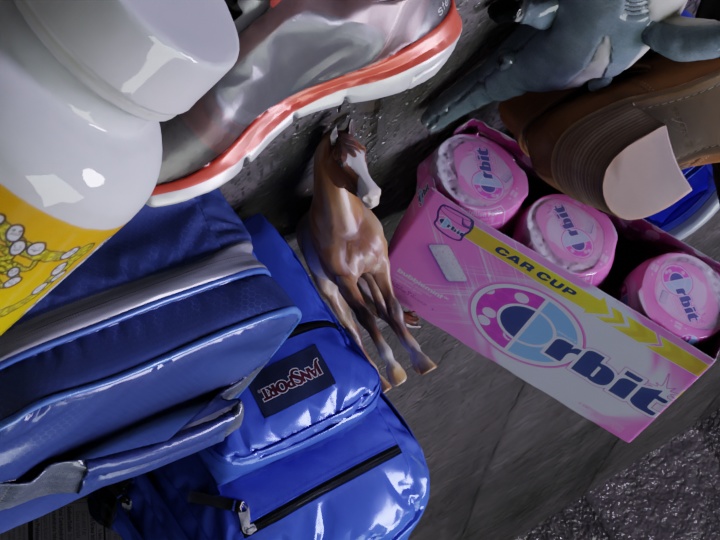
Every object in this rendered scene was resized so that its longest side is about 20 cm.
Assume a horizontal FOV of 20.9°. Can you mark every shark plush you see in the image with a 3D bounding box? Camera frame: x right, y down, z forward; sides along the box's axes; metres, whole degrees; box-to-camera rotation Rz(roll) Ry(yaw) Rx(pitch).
[{"bbox_3d":[0.100,-0.137,1.000,0.083,0.092,0.199,9,160,-40],"label":"shark plush"}]

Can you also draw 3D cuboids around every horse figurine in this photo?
[{"bbox_3d":[0.000,0.000,1.070,0.050,0.134,0.200,-25,176,-3],"label":"horse figurine"}]

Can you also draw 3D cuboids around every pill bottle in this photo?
[{"bbox_3d":[-0.137,-0.037,0.649,0.200,0.113,0.113,-39,164,21],"label":"pill bottle"}]

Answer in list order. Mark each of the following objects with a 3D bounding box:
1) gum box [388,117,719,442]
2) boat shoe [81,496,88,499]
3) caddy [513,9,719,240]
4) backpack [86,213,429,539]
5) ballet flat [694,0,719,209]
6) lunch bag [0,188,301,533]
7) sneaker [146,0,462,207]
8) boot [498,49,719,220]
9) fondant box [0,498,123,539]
[{"bbox_3d":[0.109,0.005,1.148,0.066,0.199,0.114,-61,-177,-35],"label":"gum box"},{"bbox_3d":[-0.217,0.168,1.205,0.073,0.063,0.201,-16,156,-48],"label":"boat shoe"},{"bbox_3d":[0.181,-0.069,1.215,0.200,0.105,0.141,-41,164,24],"label":"caddy"},{"bbox_3d":[-0.063,0.090,1.024,0.162,0.201,0.168,-26,163,-22],"label":"backpack"},{"bbox_3d":[0.222,-0.091,1.114,0.066,0.202,0.057,-1,154,6],"label":"ballet flat"},{"bbox_3d":[-0.124,0.033,0.852,0.199,0.133,0.136,-21,161,-37],"label":"lunch bag"},{"bbox_3d":[-0.051,-0.096,0.775,0.199,0.077,0.082,-28,137,-22],"label":"sneaker"},{"bbox_3d":[0.181,-0.096,1.061,0.199,0.077,0.155,-29,-154,-7],"label":"boot"},{"bbox_3d":[-0.190,0.191,1.148,0.198,0.059,0.145,-3,148,-5],"label":"fondant box"}]
